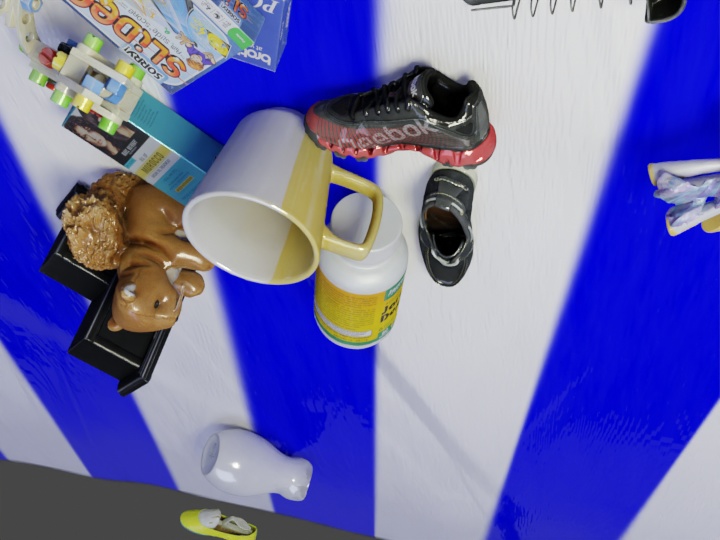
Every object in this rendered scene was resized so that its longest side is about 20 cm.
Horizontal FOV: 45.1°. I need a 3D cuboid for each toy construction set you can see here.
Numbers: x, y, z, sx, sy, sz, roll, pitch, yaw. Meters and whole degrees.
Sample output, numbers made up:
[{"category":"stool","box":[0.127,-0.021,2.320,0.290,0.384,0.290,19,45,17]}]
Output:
[{"category":"toy construction set","box":[-0.293,-0.211,0.859,0.200,0.092,0.131,45,-174,16]}]

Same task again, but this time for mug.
[{"category":"mug","box":[-0.084,-0.081,0.939,0.186,0.155,0.148,36,141,-28]}]

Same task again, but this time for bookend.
[{"category":"bookend","box":[-0.347,0.027,1.163,0.198,0.201,0.092,33,145,-23]}]

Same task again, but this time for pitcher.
[{"category":"pitcher","box":[-0.217,0.382,1.697,0.198,0.124,0.170,23,163,-29]}]

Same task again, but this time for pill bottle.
[{"category":"pill bottle","box":[0.000,0.000,1.053,0.111,0.114,0.201,14,146,4]}]

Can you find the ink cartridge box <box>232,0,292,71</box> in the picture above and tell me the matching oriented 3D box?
[{"category":"ink cartridge box","box":[-0.163,-0.264,0.813,0.196,0.045,0.094,18,148,-2]}]

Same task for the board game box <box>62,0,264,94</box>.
[{"category":"board game box","box":[-0.200,-0.255,0.767,0.134,0.035,0.199,-16,136,42]}]

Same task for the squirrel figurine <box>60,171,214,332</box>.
[{"category":"squirrel figurine","box":[-0.281,-0.021,1.077,0.198,0.189,0.141,28,145,-16]}]

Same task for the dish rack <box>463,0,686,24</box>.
[{"category":"dish rack","box":[0.148,-0.262,0.674,0.196,0.055,0.154,0,142,24]}]

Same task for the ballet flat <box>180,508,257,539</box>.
[{"category":"ballet flat","box":[-0.343,0.622,2.133,0.197,0.067,0.067,26,124,-18]}]

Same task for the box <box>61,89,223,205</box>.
[{"category":"box","box":[-0.237,-0.146,1.006,0.198,0.050,0.082,34,142,-23]}]

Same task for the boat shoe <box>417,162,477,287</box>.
[{"category":"boat shoe","box":[0.096,-0.037,1.002,0.070,0.069,0.201,9,147,9]}]

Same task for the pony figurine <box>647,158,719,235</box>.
[{"category":"pony figurine","box":[0.365,-0.088,0.766,0.197,0.170,0.192,-13,169,31]}]

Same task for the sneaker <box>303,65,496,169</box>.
[{"category":"sneaker","box":[0.036,-0.157,0.854,0.196,0.072,0.099,6,145,12]}]
